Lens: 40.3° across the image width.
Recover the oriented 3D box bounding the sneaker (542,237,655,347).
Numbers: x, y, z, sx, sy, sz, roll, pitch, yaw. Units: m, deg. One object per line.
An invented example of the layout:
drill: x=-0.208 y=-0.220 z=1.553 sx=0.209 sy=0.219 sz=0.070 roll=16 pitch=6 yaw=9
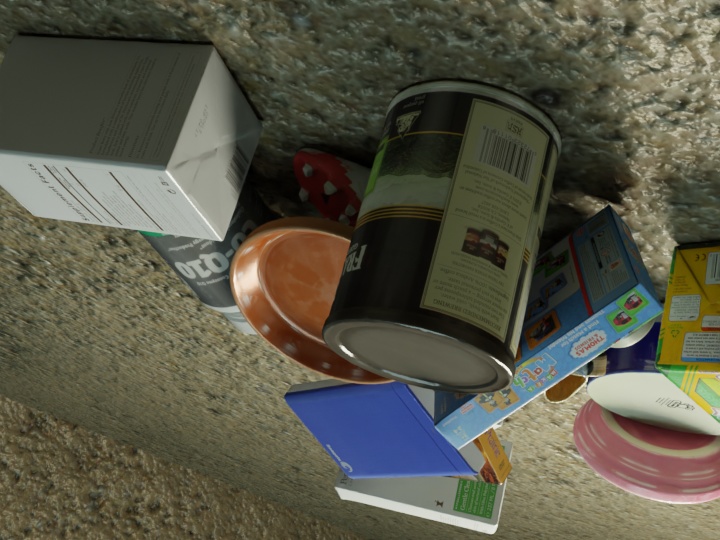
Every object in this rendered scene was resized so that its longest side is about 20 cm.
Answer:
sneaker: x=0.192 y=0.015 z=0.978 sx=0.106 sy=0.075 sz=0.200 roll=48 pitch=156 yaw=-21

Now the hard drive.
hard drive: x=0.020 y=0.165 z=1.029 sx=0.200 sy=0.025 sz=0.132 roll=-16 pitch=117 yaw=50

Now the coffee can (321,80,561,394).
coffee can: x=0.066 y=-0.023 z=0.761 sx=0.146 sy=0.200 sz=0.146 roll=14 pitch=159 yaw=6

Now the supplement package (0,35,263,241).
supplement package: x=-0.207 y=-0.114 z=0.837 sx=0.200 sy=0.121 sz=0.120 roll=8 pitch=157 yaw=20

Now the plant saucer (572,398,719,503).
plant saucer: x=0.358 y=0.194 z=1.174 sx=0.200 sy=0.201 sz=0.051 roll=11 pitch=120 yaw=12

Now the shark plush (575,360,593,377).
shark plush: x=0.135 y=0.055 z=0.946 sx=0.200 sy=0.083 sz=0.091 roll=27 pitch=175 yaw=22

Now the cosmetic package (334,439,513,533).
cosmetic package: x=0.078 y=0.247 z=1.209 sx=0.200 sy=0.108 sz=0.085 roll=10 pitch=160 yaw=8

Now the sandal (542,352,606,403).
sandal: x=0.212 y=0.111 z=1.063 sx=0.077 sy=0.070 sz=0.212 roll=4 pitch=-177 yaw=-3

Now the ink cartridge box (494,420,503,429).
ink cartridge box: x=0.103 y=0.135 z=1.237 sx=0.125 sy=0.129 sz=0.200 roll=17 pitch=160 yaw=-5

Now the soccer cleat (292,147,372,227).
soccer cleat: x=0.028 y=-0.058 z=0.892 sx=0.200 sy=0.085 sz=0.069 roll=33 pitch=146 yaw=17

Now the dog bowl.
dog bowl: x=0.350 y=0.110 z=1.066 sx=0.200 sy=0.079 sz=0.200 roll=14 pitch=160 yaw=5

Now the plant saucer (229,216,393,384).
plant saucer: x=-0.024 y=0.027 z=0.902 sx=0.200 sy=0.032 sz=0.201 roll=14 pitch=137 yaw=13

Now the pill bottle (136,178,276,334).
pill bottle: x=-0.136 y=-0.030 z=0.969 sx=0.113 sy=0.113 sz=0.200 roll=2 pitch=145 yaw=32

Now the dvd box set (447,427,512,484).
dvd box set: x=0.058 y=0.136 z=1.015 sx=0.146 sy=0.029 sz=0.200 roll=0 pitch=128 yaw=40

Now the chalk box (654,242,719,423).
chalk box: x=0.371 y=0.071 z=0.887 sx=0.124 sy=0.124 sz=0.200 roll=-4 pitch=151 yaw=43

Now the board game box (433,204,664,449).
board game box: x=0.146 y=0.044 z=0.820 sx=0.200 sy=0.151 sz=0.037 roll=-37 pitch=108 yaw=20
